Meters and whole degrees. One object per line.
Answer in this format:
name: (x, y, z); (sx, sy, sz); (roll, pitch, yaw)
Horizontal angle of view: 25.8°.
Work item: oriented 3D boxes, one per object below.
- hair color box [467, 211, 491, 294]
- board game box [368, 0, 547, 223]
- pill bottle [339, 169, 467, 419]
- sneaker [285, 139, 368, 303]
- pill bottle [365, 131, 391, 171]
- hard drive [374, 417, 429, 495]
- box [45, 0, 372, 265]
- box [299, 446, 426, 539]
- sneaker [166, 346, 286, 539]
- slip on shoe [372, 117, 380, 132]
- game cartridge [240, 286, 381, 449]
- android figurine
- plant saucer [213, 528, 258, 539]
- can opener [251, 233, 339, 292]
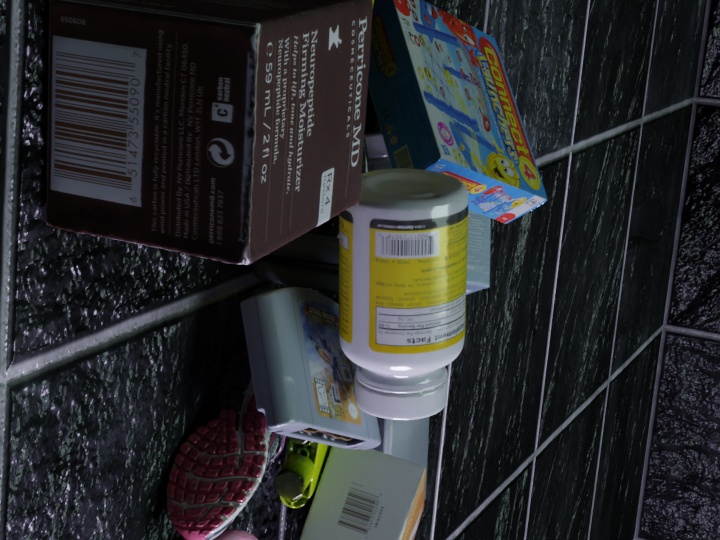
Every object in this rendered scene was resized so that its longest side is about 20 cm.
hair color box: (0.093, -0.075, 1.686); (0.099, 0.060, 0.202); (157, -63, -62)
board game box: (0.087, -0.162, 1.553); (0.195, 0.056, 0.201); (14, 54, -52)
pill bottle: (0.036, 0.021, 1.363); (0.111, 0.111, 0.202); (-36, 131, -61)
sneaker: (-0.031, -0.048, 1.502); (0.079, 0.073, 0.202); (-53, 154, -66)
pill bottle: (0.032, -0.039, 1.577); (0.111, 0.111, 0.202); (-20, 106, -66)
hard drive: (0.044, 0.208, 1.848); (0.140, 0.033, 0.201); (-40, 136, -59)
box: (-0.106, -0.117, 1.130); (0.200, 0.163, 0.167); (-32, 129, -62)
box: (0.004, 0.264, 1.614); (0.200, 0.097, 0.125); (85, 24, -71)
sneaker: (-0.104, 0.161, 1.382); (0.075, 0.080, 0.201); (83, 26, -44)
slip on shoe: (0.035, -0.069, 1.659); (0.074, 0.061, 0.202); (-3, 104, -70)
game cartridge: (-0.041, 0.085, 1.397); (0.200, 0.041, 0.134); (24, 56, -64)
android figurine: (-0.041, 0.140, 1.554); (0.200, 0.041, 0.183); (-59, 161, -64)
plant saucer: (-0.145, 0.326, 1.394); (0.200, 0.050, 0.202); (10, 90, -68)
can opener: (0.000, 0.000, 1.444); (0.066, 0.199, 0.053); (-130, -127, -63)
